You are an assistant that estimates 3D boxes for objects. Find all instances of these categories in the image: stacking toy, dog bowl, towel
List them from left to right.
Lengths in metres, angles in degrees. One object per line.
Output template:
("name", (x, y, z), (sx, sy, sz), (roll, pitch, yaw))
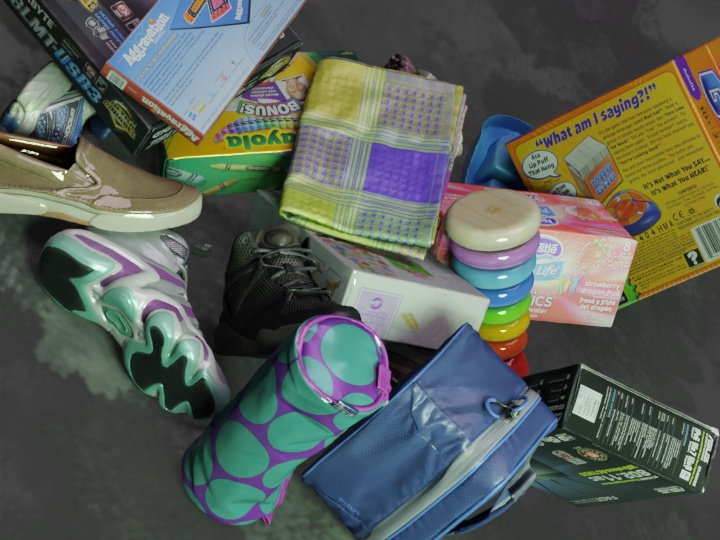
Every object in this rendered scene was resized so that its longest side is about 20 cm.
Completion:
("towel", (0.012, -0.105, 1.659), (0.143, 0.023, 0.200), (15, 52, -1))
("stacking toy", (0.124, 0.030, 1.694), (0.085, 0.200, 0.085), (-5, 32, 3))
("dog bowl", (0.150, -0.073, 1.928), (0.111, 0.050, 0.200), (31, 40, -16))

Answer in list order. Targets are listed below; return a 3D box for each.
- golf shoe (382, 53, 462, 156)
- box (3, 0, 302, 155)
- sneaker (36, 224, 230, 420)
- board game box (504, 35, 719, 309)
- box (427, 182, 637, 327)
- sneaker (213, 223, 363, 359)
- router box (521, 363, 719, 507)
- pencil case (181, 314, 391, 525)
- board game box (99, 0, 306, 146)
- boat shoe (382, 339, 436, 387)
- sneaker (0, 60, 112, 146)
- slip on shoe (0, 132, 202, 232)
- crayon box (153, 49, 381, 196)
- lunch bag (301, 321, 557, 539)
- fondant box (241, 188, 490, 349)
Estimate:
("golf shoe", (0.064, -0.128, 1.774), (0.092, 0.073, 0.200), (26, 33, -20))
("box", (-0.183, -0.222, 1.651), (0.200, 0.050, 0.198), (50, 51, 7))
("sneaker", (-0.155, 0.022, 1.561), (0.200, 0.078, 0.140), (47, 40, 3))
("board game box", (0.306, -0.098, 1.906), (0.200, 0.200, 0.200), (-29, 94, -59))
("box", (0.144, -0.016, 1.779), (0.200, 0.095, 0.103), (6, 24, -20))
("sneaker", (-0.060, 0.016, 1.533), (0.076, 0.199, 0.114), (4, 87, -25))
("router box", (0.192, 0.148, 1.651), (0.150, 0.200, 0.062), (25, 70, -20))
("pencil case", (-0.058, 0.120, 1.460), (0.092, 0.200, 0.085), (33, 43, -13))
("board game box", (-0.132, -0.202, 1.623), (0.103, 0.019, 0.200), (38, 51, -7))
("boat shoe", (0.020, 0.085, 1.646), (0.200, 0.073, 0.074), (19, 11, -30))
("sneaker", (-0.235, -0.160, 1.667), (0.085, 0.077, 0.200), (43, 49, -7))
("slip on shoe", (-0.227, -0.077, 1.548), (0.200, 0.061, 0.076), (7, 23, -8))
("crayon box", (-0.090, -0.134, 1.712), (0.200, 0.058, 0.119), (-5, 54, -15))
("lunch bag", (0.067, 0.149, 1.541), (0.132, 0.200, 0.136), (48, 41, 1))
("fondant box", (0.000, 0.000, 1.654), (0.144, 0.058, 0.200), (12, 15, -33))
